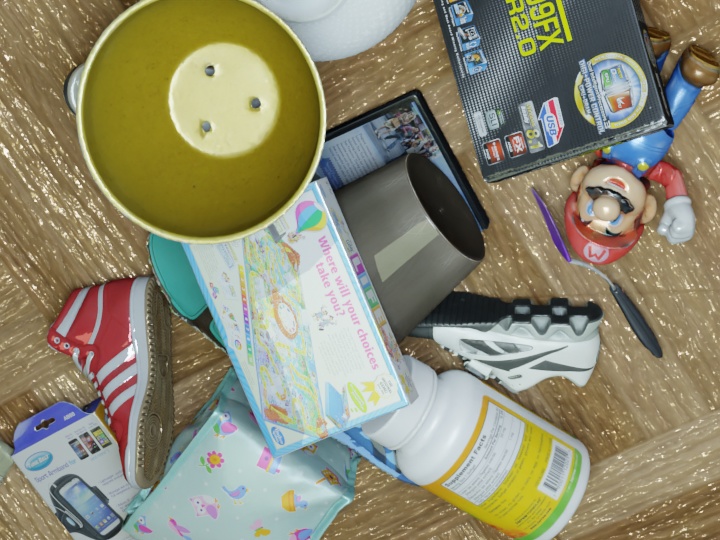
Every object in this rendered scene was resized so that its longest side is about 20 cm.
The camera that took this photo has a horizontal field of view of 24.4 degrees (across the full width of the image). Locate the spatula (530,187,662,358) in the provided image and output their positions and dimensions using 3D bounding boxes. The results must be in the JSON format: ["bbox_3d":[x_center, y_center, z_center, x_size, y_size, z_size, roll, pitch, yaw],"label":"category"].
[{"bbox_3d":[0.213,0.008,1.488,0.021,0.057,0.200,-41,109,7],"label":"spatula"}]

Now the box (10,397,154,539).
[{"bbox_3d":[-0.266,0.217,1.704,0.118,0.042,0.201,-27,105,23],"label":"box"}]

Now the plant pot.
[{"bbox_3d":[-0.122,-0.133,1.368,0.197,0.142,0.203,1,101,3],"label":"plant pot"}]

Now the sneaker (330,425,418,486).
[{"bbox_3d":[0.025,0.137,1.580,0.199,0.066,0.079,30,119,-3],"label":"sneaker"}]

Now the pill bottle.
[{"bbox_3d":[0.103,0.161,1.527,0.199,0.112,0.111,31,120,-19],"label":"pill bottle"}]

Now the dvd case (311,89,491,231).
[{"bbox_3d":[0.000,-0.064,1.512,0.198,0.018,0.144,-22,109,23],"label":"dvd case"}]

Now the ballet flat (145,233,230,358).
[{"bbox_3d":[-0.127,0.035,1.557,0.076,0.064,0.200,-42,76,6],"label":"ballet flat"}]

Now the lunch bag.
[{"bbox_3d":[-0.120,0.226,1.627,0.170,0.122,0.201,34,113,-8],"label":"lunch bag"}]

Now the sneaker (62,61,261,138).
[{"bbox_3d":[-0.167,-0.149,1.480,0.198,0.079,0.079,13,92,-21],"label":"sneaker"}]

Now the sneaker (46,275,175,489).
[{"bbox_3d":[-0.241,0.108,1.591,0.111,0.071,0.202,-4,79,18],"label":"sneaker"}]

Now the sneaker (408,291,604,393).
[{"bbox_3d":[0.120,0.072,1.521,0.198,0.074,0.089,6,116,10],"label":"sneaker"}]

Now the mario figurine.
[{"bbox_3d":[0.227,-0.093,1.390,0.105,0.123,0.202,0,119,-37],"label":"mario figurine"}]

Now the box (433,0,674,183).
[{"bbox_3d":[0.152,-0.190,1.357,0.159,0.044,0.202,-16,88,21],"label":"box"}]

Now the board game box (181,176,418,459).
[{"bbox_3d":[-0.051,0.041,1.399,0.133,0.034,0.202,-22,92,18],"label":"board game box"}]

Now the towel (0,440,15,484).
[{"bbox_3d":[-0.476,0.200,1.752,0.199,0.035,0.193,37,115,-4],"label":"towel"}]

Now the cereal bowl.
[{"bbox_3d":[-0.045,-0.264,1.385,0.198,0.083,0.202,6,118,11],"label":"cereal bowl"}]

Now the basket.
[{"bbox_3d":[0.000,0.000,1.461,0.199,0.136,0.181,-34,87,22],"label":"basket"}]
